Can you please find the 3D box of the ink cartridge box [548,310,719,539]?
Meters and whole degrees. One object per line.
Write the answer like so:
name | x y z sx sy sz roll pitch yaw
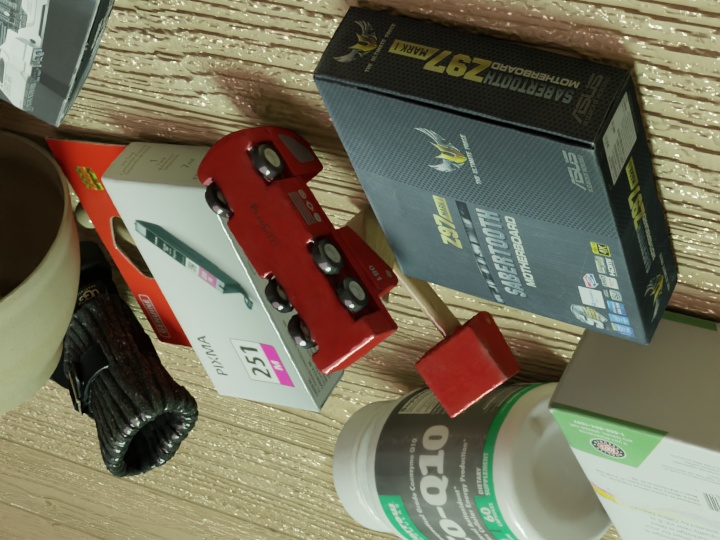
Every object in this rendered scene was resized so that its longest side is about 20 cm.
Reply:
ink cartridge box | 0.216 0.115 1.110 0.145 0.088 0.200 13 151 32

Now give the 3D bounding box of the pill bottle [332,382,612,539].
pill bottle | 0.076 0.134 1.268 0.113 0.113 0.200 40 154 -26

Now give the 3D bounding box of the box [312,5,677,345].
box | 0.076 -0.046 0.977 0.157 0.051 0.200 18 155 25

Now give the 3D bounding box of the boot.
boot | -0.187 0.087 1.407 0.158 0.079 0.211 56 167 18

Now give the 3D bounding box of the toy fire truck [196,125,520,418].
toy fire truck | 0.000 0.000 1.099 0.049 0.141 0.200 -38 80 28

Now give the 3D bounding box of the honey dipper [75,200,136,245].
honey dipper | -0.112 -0.001 1.299 0.199 0.038 0.038 29 157 6

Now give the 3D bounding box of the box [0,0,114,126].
box | -0.221 -0.173 0.950 0.199 0.050 0.158 28 149 -6

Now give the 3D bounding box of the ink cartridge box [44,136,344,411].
ink cartridge box | -0.120 0.001 1.243 0.173 0.044 0.201 6 136 36

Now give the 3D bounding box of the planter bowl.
planter bowl | -0.279 0.018 1.274 0.199 0.201 0.135 16 142 25
